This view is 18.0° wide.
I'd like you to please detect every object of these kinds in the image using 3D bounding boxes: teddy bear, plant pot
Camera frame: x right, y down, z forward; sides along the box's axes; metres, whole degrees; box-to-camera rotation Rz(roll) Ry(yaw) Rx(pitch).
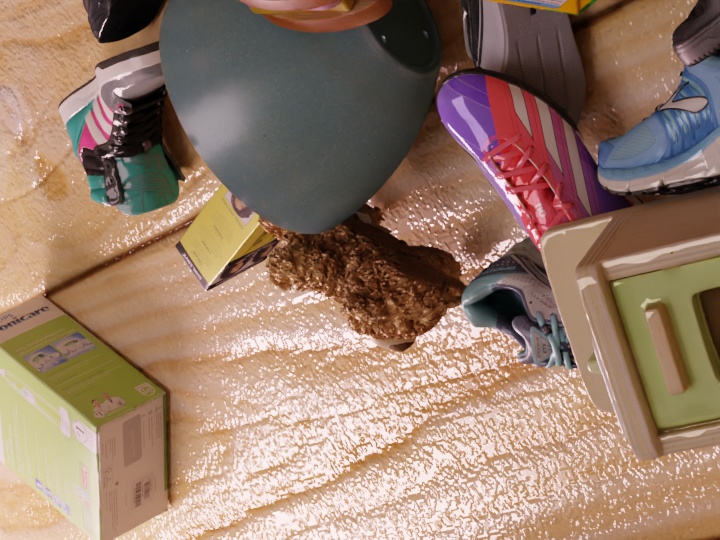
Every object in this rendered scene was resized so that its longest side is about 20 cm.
[{"bbox_3d":[0.000,0.000,1.659,0.200,0.144,0.067,33,112,38],"label":"teddy bear"},{"bbox_3d":[-0.022,-0.145,1.582,0.134,0.200,0.201,-30,87,33],"label":"plant pot"}]

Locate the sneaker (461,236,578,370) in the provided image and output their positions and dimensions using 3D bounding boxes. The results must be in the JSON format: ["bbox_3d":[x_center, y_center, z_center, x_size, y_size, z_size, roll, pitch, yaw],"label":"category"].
[{"bbox_3d":[0.151,0.046,1.543,0.199,0.086,0.078,23,128,43],"label":"sneaker"}]

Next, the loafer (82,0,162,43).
[{"bbox_3d":[-0.182,-0.260,1.800,0.073,0.072,0.200,60,144,14],"label":"loafer"}]

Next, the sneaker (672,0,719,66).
[{"bbox_3d":[0.226,-0.213,1.289,0.104,0.060,0.200,49,125,2],"label":"sneaker"}]

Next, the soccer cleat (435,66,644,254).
[{"bbox_3d":[0.123,-0.049,1.472,0.200,0.073,0.068,44,129,-13],"label":"soccer cleat"}]

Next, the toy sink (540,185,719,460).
[{"bbox_3d":[0.202,0.030,1.375,0.199,0.112,0.131,-12,106,26],"label":"toy sink"}]

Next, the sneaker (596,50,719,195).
[{"bbox_3d":[0.220,-0.099,1.398,0.199,0.078,0.091,-21,76,52],"label":"sneaker"}]

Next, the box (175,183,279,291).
[{"bbox_3d":[-0.073,-0.059,1.780,0.050,0.075,0.200,54,143,10],"label":"box"}]

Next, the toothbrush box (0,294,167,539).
[{"bbox_3d":[-0.274,0.140,2.150,0.199,0.086,0.147,32,134,36],"label":"toothbrush box"}]

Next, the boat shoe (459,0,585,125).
[{"bbox_3d":[0.104,-0.158,1.505,0.071,0.072,0.201,-122,23,-53],"label":"boat shoe"}]

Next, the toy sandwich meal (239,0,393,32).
[{"bbox_3d":[-0.003,-0.246,1.491,0.204,0.206,0.070,24,158,43],"label":"toy sandwich meal"}]

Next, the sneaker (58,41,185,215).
[{"bbox_3d":[-0.184,-0.110,1.878,0.200,0.083,0.122,-29,83,63],"label":"sneaker"}]

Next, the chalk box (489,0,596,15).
[{"bbox_3d":[0.100,-0.273,1.353,0.124,0.124,0.202,-38,52,55],"label":"chalk box"}]
